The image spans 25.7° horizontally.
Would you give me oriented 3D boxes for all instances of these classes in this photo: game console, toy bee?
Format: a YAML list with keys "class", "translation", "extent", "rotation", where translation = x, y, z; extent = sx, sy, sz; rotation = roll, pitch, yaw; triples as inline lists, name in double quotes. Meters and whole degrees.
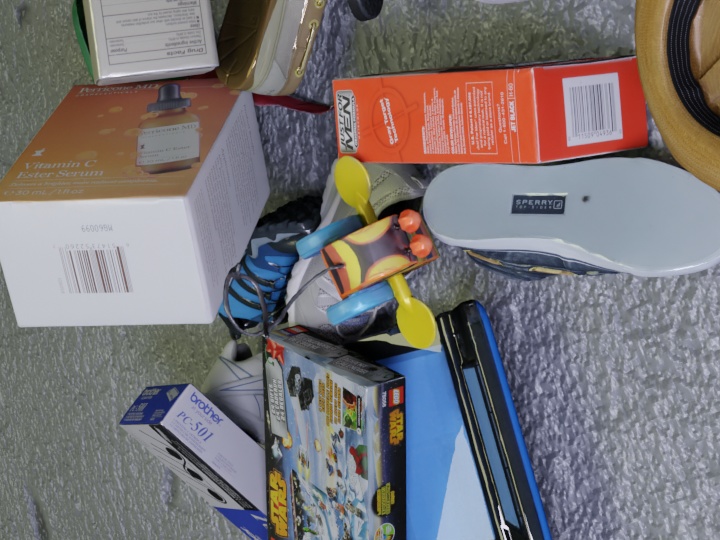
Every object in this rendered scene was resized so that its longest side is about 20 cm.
- class: "game console"
  translation: [0.052, 0.134, 1.115]
  extent: [0.171, 0.118, 0.201]
  rotation: [100, 154, -85]
- class: "toy bee"
  translation: [0.013, -0.003, 1.040]
  extent: [0.109, 0.200, 0.131]
  rotation: [-25, 109, 29]

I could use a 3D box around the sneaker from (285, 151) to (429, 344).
- class: "sneaker"
  translation: [0.000, 0.000, 1.190]
  extent: [0.082, 0.075, 0.201]
  rotation: [41, 130, 40]

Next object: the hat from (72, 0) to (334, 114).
- class: "hat"
  translation: [-0.122, -0.179, 1.335]
  extent: [0.176, 0.166, 0.201]
  rotation: [-25, 84, 9]

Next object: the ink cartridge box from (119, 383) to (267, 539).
- class: "ink cartridge box"
  translation: [-0.099, 0.172, 1.296]
  extent: [0.200, 0.044, 0.094]
  rotation: [44, 156, -19]

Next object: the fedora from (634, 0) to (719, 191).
- class: "fedora"
  translation: [0.238, -0.132, 0.833]
  extent: [0.200, 0.082, 0.201]
  rotation: [11, 105, 47]

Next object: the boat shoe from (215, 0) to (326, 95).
- class: "boat shoe"
  translation: [-0.050, -0.229, 1.198]
  extent: [0.074, 0.066, 0.201]
  rotation: [30, 103, 45]

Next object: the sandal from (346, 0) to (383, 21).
- class: "sandal"
  translation: [-0.023, -0.267, 1.120]
  extent: [0.048, 0.075, 0.201]
  rotation: [-15, 80, 19]

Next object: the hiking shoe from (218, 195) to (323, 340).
- class: "hiking shoe"
  translation: [-0.067, -0.002, 1.297]
  extent: [0.200, 0.074, 0.087]
  rotation: [-21, 99, 58]

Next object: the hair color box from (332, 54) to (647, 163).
- class: "hair color box"
  translation: [0.080, -0.104, 1.033]
  extent: [0.200, 0.101, 0.061]
  rotation: [4, 102, 52]

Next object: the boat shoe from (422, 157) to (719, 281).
- class: "boat shoe"
  translation: [0.145, -0.028, 1.003]
  extent: [0.200, 0.091, 0.071]
  rotation: [8, 79, 26]

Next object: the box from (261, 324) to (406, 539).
- class: "box"
  translation: [-0.020, 0.155, 1.176]
  extent: [0.137, 0.040, 0.201]
  rotation: [23, 119, 50]

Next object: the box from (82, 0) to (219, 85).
- class: "box"
  translation: [-0.167, -0.244, 1.186]
  extent: [0.078, 0.095, 0.201]
  rotation: [-164, 67, -76]

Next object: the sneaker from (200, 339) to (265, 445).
- class: "sneaker"
  translation: [-0.062, 0.107, 1.306]
  extent: [0.200, 0.074, 0.087]
  rotation: [13, 81, 38]

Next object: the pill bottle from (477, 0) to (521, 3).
- class: "pill bottle"
  translation: [0.098, -0.272, 0.954]
  extent: [0.111, 0.111, 0.201]
  rotation: [-13, 89, 53]

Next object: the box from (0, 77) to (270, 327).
- class: "box"
  translation: [-0.167, -0.055, 1.185]
  extent: [0.152, 0.200, 0.107]
  rotation: [-2, 121, 11]
